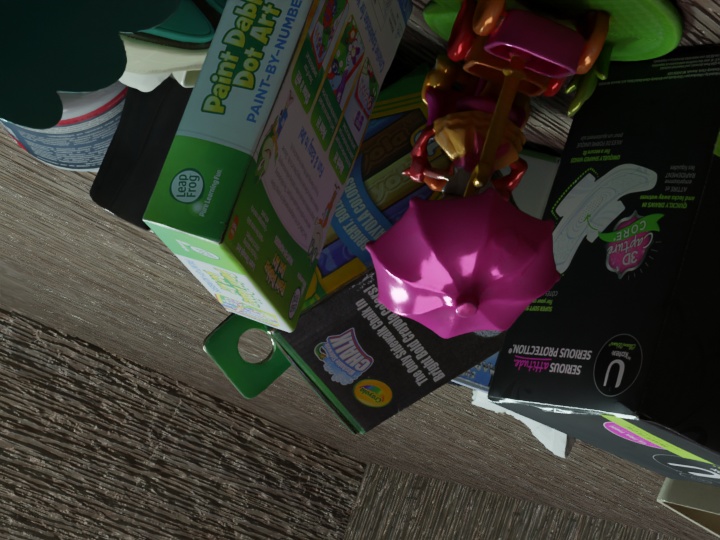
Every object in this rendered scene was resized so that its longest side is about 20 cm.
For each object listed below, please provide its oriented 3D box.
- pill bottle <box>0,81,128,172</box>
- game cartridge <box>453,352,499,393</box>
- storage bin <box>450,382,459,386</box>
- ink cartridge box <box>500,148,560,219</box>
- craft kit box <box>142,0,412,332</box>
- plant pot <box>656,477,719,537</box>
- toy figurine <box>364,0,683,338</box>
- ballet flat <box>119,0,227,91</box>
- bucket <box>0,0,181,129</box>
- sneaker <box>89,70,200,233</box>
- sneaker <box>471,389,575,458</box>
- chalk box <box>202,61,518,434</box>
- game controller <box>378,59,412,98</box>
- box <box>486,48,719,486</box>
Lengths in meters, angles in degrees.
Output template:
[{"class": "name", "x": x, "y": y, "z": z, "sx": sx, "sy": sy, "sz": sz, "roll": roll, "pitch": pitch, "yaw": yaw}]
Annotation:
[{"class": "pill bottle", "x": -0.177, "y": -0.127, "z": 1.226, "sx": 0.119, "sy": 0.120, "sz": 0.200, "roll": 18, "pitch": 170, "yaw": 5}, {"class": "game cartridge", "x": 0.075, "y": 0.019, "z": 1.525, "sx": 0.200, "sy": 0.130, "sz": 0.038, "roll": 19, "pitch": 170, "yaw": -8}, {"class": "storage bin", "x": 0.018, "y": 0.023, "z": 1.717, "sx": 0.200, "sy": 0.094, "sz": 0.135, "roll": 19, "pitch": 170, "yaw": -6}, {"class": "ink cartridge box", "x": 0.078, "y": -0.030, "z": 1.386, "sx": 0.146, "sy": 0.084, "sz": 0.200, "roll": 16, "pitch": 169, "yaw": 19}, {"class": "craft kit box", "x": -0.034, "y": -0.084, "z": 0.981, "sx": 0.048, "sy": 0.198, "sz": 0.200, "roll": 15, "pitch": 169, "yaw": 11}, {"class": "plant pot", "x": 0.363, "y": 0.125, "z": 1.435, "sx": 0.200, "sy": 0.177, "sz": 0.200, "roll": 11, "pitch": 168, "yaw": 35}, {"class": "toy figurine", "x": 0.058, "y": -0.055, "z": 1.008, "sx": 0.150, "sy": 0.184, "sz": 0.200, "roll": 20, "pitch": 170, "yaw": -10}, {"class": "ballet flat", "x": -0.094, "y": -0.123, "z": 1.041, "sx": 0.069, "sy": 0.070, "sz": 0.200, "roll": 9, "pitch": -169, "yaw": 42}, {"class": "bucket", "x": -0.148, "y": -0.169, "z": 0.743, "sx": 0.135, "sy": 0.207, "sz": 0.207, "roll": 24, "pitch": 172, "yaw": 17}, {"class": "sneaker", "x": -0.097, "y": -0.080, "z": 1.191, "sx": 0.075, "sy": 0.106, "sz": 0.200, "roll": 32, "pitch": -169, "yaw": 21}, {"class": "sneaker", "x": 0.184, "y": 0.142, "z": 2.175, "sx": 0.115, "sy": 0.074, "sz": 0.200, "roll": 17, "pitch": 160, "yaw": 18}, {"class": "chalk box", "x": 0.000, "y": 0.000, "z": 1.163, "sx": 0.125, "sy": 0.200, "sz": 0.124, "roll": 54, "pitch": -172, "yaw": -45}, {"class": "game controller", "x": -0.003, "y": -0.113, "z": 1.215, "sx": 0.200, "sy": 0.042, "sz": 0.104, "roll": 27, "pitch": 167, "yaw": -38}, {"class": "box", "x": 0.183, "y": 0.004, "z": 1.047, "sx": 0.148, "sy": 0.200, "sz": 0.124, "roll": 25, "pitch": 168, "yaw": -32}]
